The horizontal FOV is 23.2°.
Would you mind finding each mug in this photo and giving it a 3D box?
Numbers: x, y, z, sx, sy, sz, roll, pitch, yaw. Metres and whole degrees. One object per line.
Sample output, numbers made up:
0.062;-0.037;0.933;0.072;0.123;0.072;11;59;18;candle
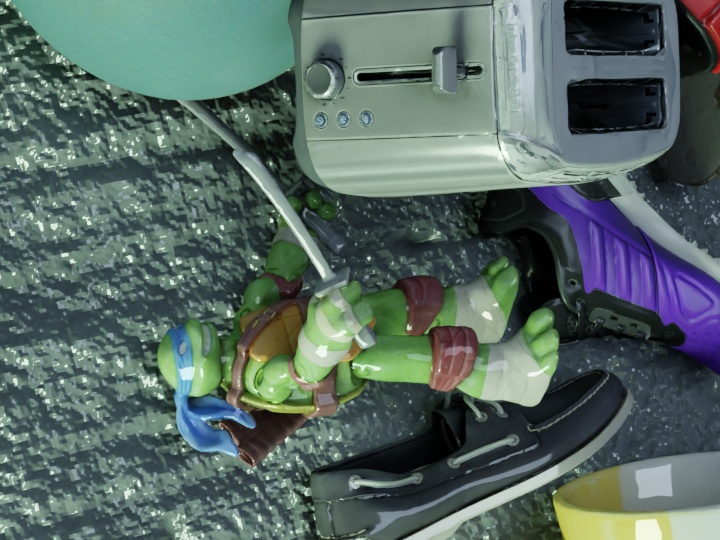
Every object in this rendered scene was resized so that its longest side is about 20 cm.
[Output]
0.174;0.189;0.966;0.149;0.186;0.154;-16;98;-59;mug

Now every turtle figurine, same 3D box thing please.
0.000;0.000;0.887;0.193;0.144;0.201;4;83;-20;turtle figurine

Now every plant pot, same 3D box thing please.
-0.102;-0.184;0.819;0.199;0.135;0.201;1;92;14;plant pot

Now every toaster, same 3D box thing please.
0.067;-0.093;0.835;0.200;0.129;0.114;-7;97;-54;toaster

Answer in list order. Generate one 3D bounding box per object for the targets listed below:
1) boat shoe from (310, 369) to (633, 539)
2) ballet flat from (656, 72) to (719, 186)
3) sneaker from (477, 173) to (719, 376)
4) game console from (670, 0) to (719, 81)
0.061;0.093;0.943;0.199;0.073;0.063;-27;97;-22;boat shoe
0.213;-0.146;1.067;0.046;0.067;0.201;25;65;-54;ballet flat
0.144;0.013;1.003;0.200;0.070;0.100;43;73;-9;sneaker
0.101;-0.161;0.932;0.177;0.200;0.031;44;73;-13;game console
